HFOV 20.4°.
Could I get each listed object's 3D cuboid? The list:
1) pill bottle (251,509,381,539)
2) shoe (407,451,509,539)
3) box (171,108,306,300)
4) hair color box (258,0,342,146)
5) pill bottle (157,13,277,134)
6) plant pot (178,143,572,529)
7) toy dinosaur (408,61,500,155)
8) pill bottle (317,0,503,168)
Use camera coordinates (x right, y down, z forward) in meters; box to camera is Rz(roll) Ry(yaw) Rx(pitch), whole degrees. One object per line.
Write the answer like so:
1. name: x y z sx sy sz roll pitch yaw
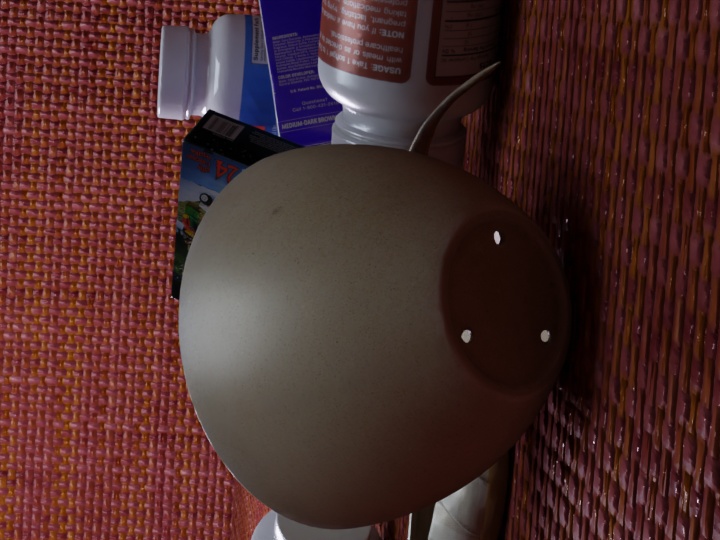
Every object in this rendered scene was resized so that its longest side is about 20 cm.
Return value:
1. pill bottle: -0.041 0.264 1.645 0.201 0.112 0.113 100 170 -46
2. shoe: 0.053 0.136 1.165 0.070 0.053 0.201 -114 28 -75
3. box: -0.020 -0.005 1.250 0.038 0.199 0.137 -55 -18 -44
4. hair color box: -0.038 -0.157 1.483 0.109 0.064 0.201 79 180 -67
5. pill bottle: -0.080 -0.170 1.784 0.112 0.199 0.113 -177 90 -83
6. plant pot: 0.028 0.025 1.005 0.134 0.200 0.202 -13 71 46
7. toy dinosaur: 0.026 -0.023 1.150 0.060 0.106 0.201 38 141 48
8. pill bottle: 0.031 -0.161 1.220 0.112 0.111 0.201 -105 20 -69
